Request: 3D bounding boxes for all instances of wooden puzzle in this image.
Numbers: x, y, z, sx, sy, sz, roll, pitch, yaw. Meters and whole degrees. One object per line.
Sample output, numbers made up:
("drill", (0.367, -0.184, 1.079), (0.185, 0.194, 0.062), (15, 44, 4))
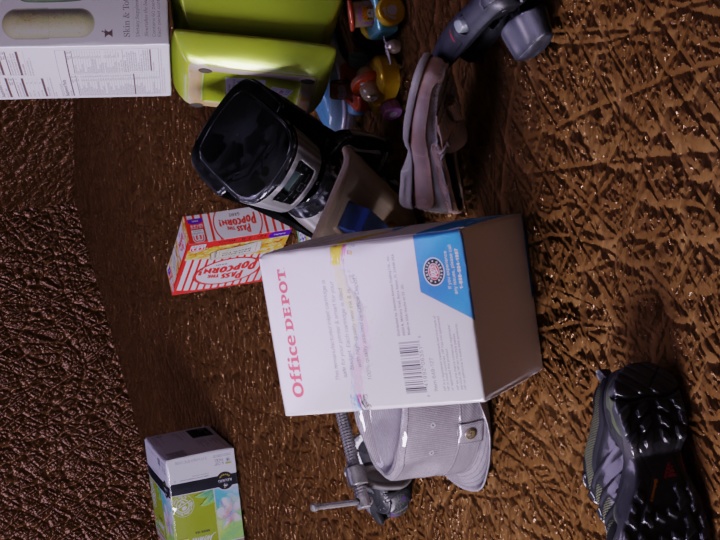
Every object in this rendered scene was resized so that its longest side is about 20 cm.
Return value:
("wooden puzzle", (0.000, 0.000, 1.471), (0.185, 0.046, 0.201), (38, -111, -61))

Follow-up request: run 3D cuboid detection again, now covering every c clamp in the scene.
("c clamp", (-0.001, 0.157, 1.545), (0.027, 0.170, 0.202), (-27, 63, 37))

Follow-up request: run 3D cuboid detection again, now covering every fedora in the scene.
("fedora", (0.053, 0.148, 1.492), (0.177, 0.090, 0.201), (47, 145, 39))

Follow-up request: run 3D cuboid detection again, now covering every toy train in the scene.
("toy train", (-0.002, -0.241, 1.574), (0.150, 0.055, 0.201), (-123, 29, -50))

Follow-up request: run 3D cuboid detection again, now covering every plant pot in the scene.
("plant pot", (-0.114, -0.277, 1.578), (0.200, 0.197, 0.183), (125, 149, -77))

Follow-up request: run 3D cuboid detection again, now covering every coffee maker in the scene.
("coffee maker", (-0.081, -0.108, 1.568), (0.191, 0.200, 0.136), (13, 80, 41))

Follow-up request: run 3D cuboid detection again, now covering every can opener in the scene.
("can opener", (0.101, -0.206, 1.258), (0.200, 0.063, 0.079), (162, 97, -72))

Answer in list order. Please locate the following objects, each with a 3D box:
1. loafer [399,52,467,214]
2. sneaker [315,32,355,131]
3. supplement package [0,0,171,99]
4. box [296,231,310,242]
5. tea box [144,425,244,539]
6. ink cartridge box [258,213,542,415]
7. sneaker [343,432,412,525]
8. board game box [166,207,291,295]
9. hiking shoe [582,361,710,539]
("loafer", (0.075, -0.123, 1.362), (0.201, 0.062, 0.072), (93, -162, -57))
("sneaker", (-0.086, -0.233, 1.714), (0.080, 0.130, 0.201), (113, 143, -57))
("supplement package", (-0.302, -0.278, 1.548), (0.151, 0.198, 0.153), (115, 152, -75))
("box", (-0.036, -0.040, 1.795), (0.200, 0.048, 0.118), (148, 112, -73))
("tea box", (-0.307, 0.411, 2.711), (0.200, 0.133, 0.199), (-164, 65, -70))
("ink cartridge box", (0.037, 0.037, 1.295), (0.199, 0.144, 0.149), (-6, 95, 28))
("sneaker", (0.038, 0.232, 1.688), (0.200, 0.075, 0.088), (102, 144, -64))
("board game box", (-0.192, -0.031, 2.109), (0.200, 0.150, 0.047), (122, 136, -65))
("hiking shoe", (0.213, 0.171, 1.115), (0.101, 0.075, 0.202), (151, 118, -80))
